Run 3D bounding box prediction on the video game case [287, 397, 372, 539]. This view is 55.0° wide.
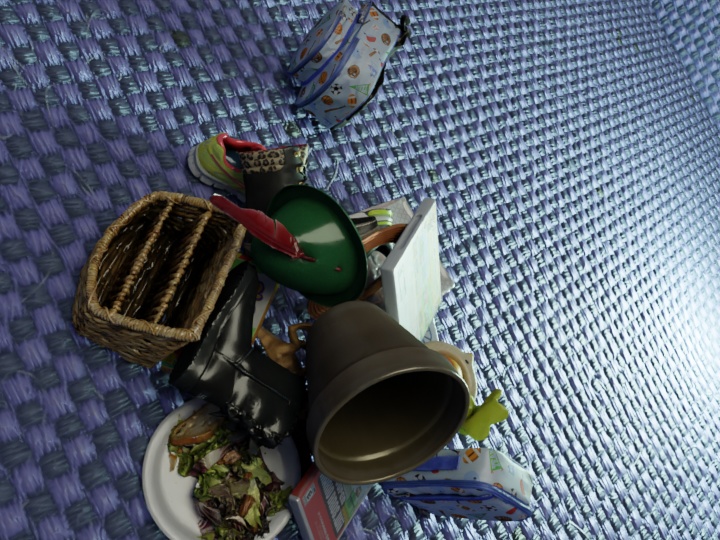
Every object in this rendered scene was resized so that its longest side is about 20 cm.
[{"bbox_3d":[-0.021,0.277,0.938,0.200,0.017,0.144,-49,139,-41],"label":"video game case"}]

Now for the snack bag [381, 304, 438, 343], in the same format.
[{"bbox_3d":[0.050,0.145,1.091,0.199,0.021,0.190,-8,83,-33],"label":"snack bag"}]

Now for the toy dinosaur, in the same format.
[{"bbox_3d":[-0.110,0.108,0.944,0.106,0.060,0.200,-33,80,-41],"label":"toy dinosaur"}]

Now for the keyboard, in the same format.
[{"bbox_3d":[-0.102,0.226,0.945,0.104,0.040,0.201,4,62,-24],"label":"keyboard"}]

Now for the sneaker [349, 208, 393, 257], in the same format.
[{"bbox_3d":[-0.029,-0.042,1.078,0.199,0.074,0.081,-14,85,-21],"label":"sneaker"}]

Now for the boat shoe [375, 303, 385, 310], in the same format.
[{"bbox_3d":[0.014,0.145,1.014,0.062,0.073,0.201,32,59,-18],"label":"boat shoe"}]

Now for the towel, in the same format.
[{"bbox_3d":[0.059,-0.019,1.187,0.191,0.032,0.201,-27,87,-43],"label":"towel"}]

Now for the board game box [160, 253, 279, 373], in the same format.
[{"bbox_3d":[-0.179,0.059,0.927,0.095,0.030,0.201,20,56,1],"label":"board game box"}]

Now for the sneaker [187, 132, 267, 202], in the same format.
[{"bbox_3d":[-0.152,-0.145,1.034,0.199,0.090,0.079,18,58,-33],"label":"sneaker"}]

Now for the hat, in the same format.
[{"bbox_3d":[-0.111,-0.006,0.845,0.176,0.165,0.201,-37,100,-46],"label":"hat"}]

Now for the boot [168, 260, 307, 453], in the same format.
[{"bbox_3d":[-0.131,0.109,0.858,0.162,0.073,0.199,40,50,-25],"label":"boot"}]

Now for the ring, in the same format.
[{"bbox_3d":[0.000,0.000,1.025,0.200,0.201,0.019,-19,61,-43],"label":"ring"}]

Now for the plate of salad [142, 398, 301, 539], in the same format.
[{"bbox_3d":[-0.164,0.245,0.850,0.199,0.048,0.201,13,57,-21],"label":"plate of salad"}]

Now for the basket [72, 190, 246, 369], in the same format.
[{"bbox_3d":[-0.251,-0.005,0.849,0.142,0.149,0.201,34,53,-22],"label":"basket"}]

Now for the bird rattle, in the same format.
[{"bbox_3d":[0.118,0.190,1.076,0.199,0.113,0.164,11,60,-16],"label":"bird rattle"}]

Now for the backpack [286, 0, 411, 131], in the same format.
[{"bbox_3d":[-0.031,-0.343,1.167,0.154,0.200,0.191,25,62,-22],"label":"backpack"}]

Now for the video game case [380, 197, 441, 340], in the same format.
[{"bbox_3d":[0.079,0.024,1.022,0.182,0.023,0.201,-56,147,-45],"label":"video game case"}]

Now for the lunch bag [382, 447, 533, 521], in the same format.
[{"bbox_3d":[0.132,0.303,0.984,0.160,0.199,0.076,36,52,-37],"label":"lunch bag"}]

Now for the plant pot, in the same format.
[{"bbox_3d":[0.009,0.137,0.870,0.199,0.201,0.174,14,28,-34],"label":"plant pot"}]

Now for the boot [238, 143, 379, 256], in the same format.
[{"bbox_3d":[-0.076,-0.103,0.984,0.199,0.073,0.151,-7,102,-5],"label":"boot"}]
